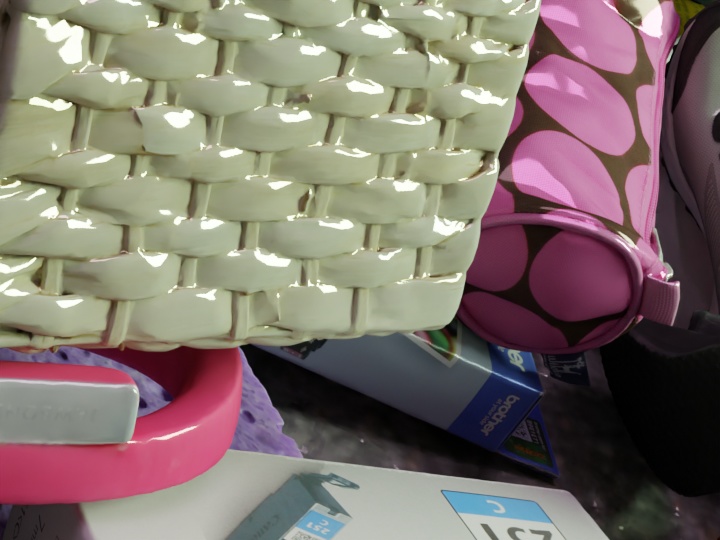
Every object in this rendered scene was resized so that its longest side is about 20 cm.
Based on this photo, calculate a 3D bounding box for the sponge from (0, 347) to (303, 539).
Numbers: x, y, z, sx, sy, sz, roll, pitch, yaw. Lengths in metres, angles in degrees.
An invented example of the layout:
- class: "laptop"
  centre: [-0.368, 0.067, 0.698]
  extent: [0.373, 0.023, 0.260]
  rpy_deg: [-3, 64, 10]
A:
- class: "sponge"
  centre: [-0.110, 0.061, 0.623]
  extent: [0.199, 0.030, 0.112]
  rpy_deg: [1, 42, -39]

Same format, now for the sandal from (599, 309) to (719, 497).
- class: "sandal"
  centre: [0.141, 0.050, 0.729]
  extent: [0.048, 0.076, 0.200]
  rpy_deg: [-18, 6, -10]

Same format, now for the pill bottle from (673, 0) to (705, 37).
- class: "pill bottle"
  centre: [0.163, -0.073, 0.944]
  extent: [0.198, 0.112, 0.112]
  rpy_deg: [19, 33, -14]

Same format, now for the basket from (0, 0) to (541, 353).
- class: "basket"
  centre: [-0.060, -0.054, 0.563]
  extent: [0.199, 0.137, 0.123]
  rpy_deg: [0, 22, -41]

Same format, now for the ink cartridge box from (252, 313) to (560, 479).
- class: "ink cartridge box"
  centre: [0.000, 0.000, 0.758]
  extent: [0.199, 0.042, 0.120]
  rpy_deg: [28, 27, -25]

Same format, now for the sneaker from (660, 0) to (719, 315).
- class: "sneaker"
  centre: [0.175, -0.018, 0.800]
  extent: [0.073, 0.079, 0.202]
  rpy_deg: [-5, 84, -12]

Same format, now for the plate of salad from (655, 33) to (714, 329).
- class: "plate of salad"
  centre: [0.199, -0.022, 0.871]
  extent: [0.198, 0.202, 0.048]
  rpy_deg: [22, -12, -10]

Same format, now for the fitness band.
- class: "fitness band"
  centre: [-0.130, 0.023, 0.553]
  extent: [0.198, 0.038, 0.144]
  rpy_deg: [6, 15, -20]

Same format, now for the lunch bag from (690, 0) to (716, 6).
- class: "lunch bag"
  centre: [0.157, -0.170, 0.880]
  extent: [0.149, 0.095, 0.200]
  rpy_deg: [18, 12, 3]

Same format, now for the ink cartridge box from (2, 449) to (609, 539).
- class: "ink cartridge box"
  centre: [0.014, 0.120, 0.544]
  extent: [0.198, 0.045, 0.176]
  rpy_deg: [10, 24, -30]

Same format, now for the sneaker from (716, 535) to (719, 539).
- class: "sneaker"
  centre: [0.232, 0.118, 0.777]
  extent: [0.199, 0.078, 0.112]
  rpy_deg: [-24, 62, -39]

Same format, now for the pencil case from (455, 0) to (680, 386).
- class: "pencil case"
  centre: [0.085, -0.058, 0.767]
  extent: [0.093, 0.091, 0.201]
  rpy_deg: [2, 47, 11]
